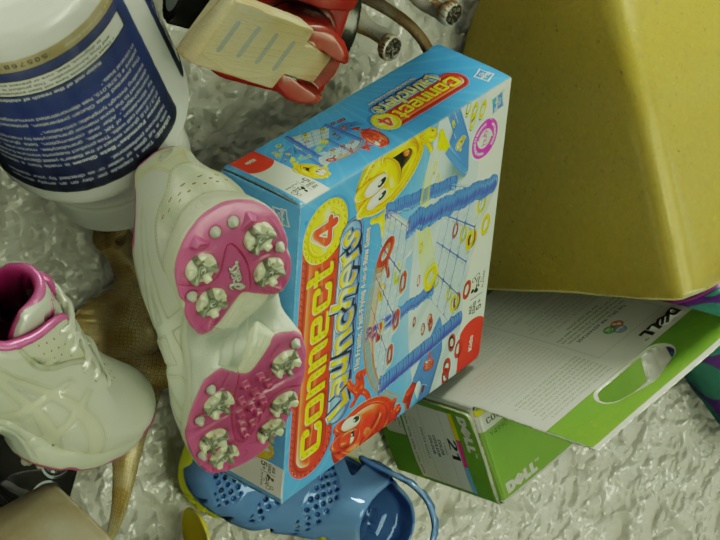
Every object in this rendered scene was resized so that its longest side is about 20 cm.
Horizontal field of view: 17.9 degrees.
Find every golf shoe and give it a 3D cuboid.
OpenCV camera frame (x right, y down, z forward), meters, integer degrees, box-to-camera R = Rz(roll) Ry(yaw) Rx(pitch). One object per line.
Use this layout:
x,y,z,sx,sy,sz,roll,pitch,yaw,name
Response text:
-0.161,0.045,1.133,0.092,0.075,0.199,-48,148,19,golf shoe
-0.078,0.020,1.188,0.075,0.092,0.201,-23,139,-23,golf shoe

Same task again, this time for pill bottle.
-0.150,-0.103,1.155,0.111,0.111,0.200,-55,154,-18,pill bottle

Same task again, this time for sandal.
-0.023,0.133,1.374,0.199,0.087,0.080,22,87,-41,sandal

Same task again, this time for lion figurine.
-0.029,-0.180,1.299,0.073,0.122,0.200,-54,146,-9,lion figurine

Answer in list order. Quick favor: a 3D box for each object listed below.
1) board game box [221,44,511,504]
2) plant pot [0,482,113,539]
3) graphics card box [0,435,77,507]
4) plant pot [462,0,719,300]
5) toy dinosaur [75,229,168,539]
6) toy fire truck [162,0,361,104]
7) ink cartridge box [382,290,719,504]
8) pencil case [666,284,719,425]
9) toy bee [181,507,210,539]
0.000,0.000,1.298,0.195,0.056,0.201,-34,139,-43,board game box
-0.180,0.208,1.151,0.174,0.200,0.200,-44,126,-13,plant pot
-0.236,0.084,1.193,0.199,0.051,0.126,19,86,-44,graphics card box
0.175,-0.110,1.436,0.193,0.195,0.202,-23,106,-36,plant pot
-0.120,0.052,1.300,0.100,0.058,0.202,-2,95,-27,toy dinosaur
-0.029,-0.158,1.062,0.128,0.200,0.177,12,111,-20,toy fire truck
0.126,0.078,1.417,0.147,0.199,0.076,-35,122,-30,ink cartridge box
0.270,0.050,1.621,0.092,0.085,0.200,-43,127,-7,pencil case
-0.084,0.206,1.305,0.131,0.109,0.200,52,33,4,toy bee
